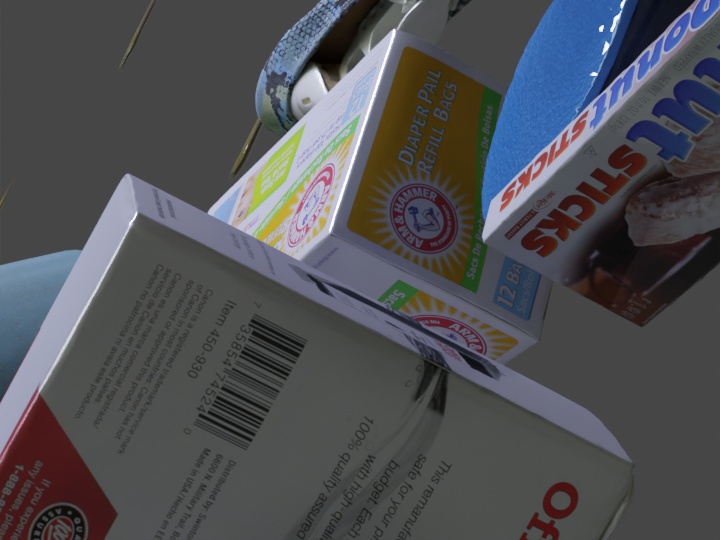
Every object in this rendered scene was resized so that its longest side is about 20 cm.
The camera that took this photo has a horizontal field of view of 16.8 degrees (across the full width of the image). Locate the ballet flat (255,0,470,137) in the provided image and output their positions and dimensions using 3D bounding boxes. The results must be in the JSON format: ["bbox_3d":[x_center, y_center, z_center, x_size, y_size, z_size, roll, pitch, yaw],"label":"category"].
[{"bbox_3d":[0.002,-0.120,1.330,0.200,0.074,0.074,-53,19,42],"label":"ballet flat"}]

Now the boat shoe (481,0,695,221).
[{"bbox_3d":[0.117,-0.092,0.927,0.200,0.069,0.084,-60,25,14],"label":"boat shoe"}]

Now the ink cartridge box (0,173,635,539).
[{"bbox_3d":[-0.027,0.078,0.863,0.147,0.200,0.083,-60,13,8],"label":"ink cartridge box"}]

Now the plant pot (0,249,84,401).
[{"bbox_3d":[-0.183,0.087,1.064,0.196,0.200,0.200,-21,-12,-35],"label":"plant pot"}]

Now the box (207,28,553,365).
[{"bbox_3d":[0.000,0.000,1.073,0.200,0.101,0.113,-40,27,54],"label":"box"}]

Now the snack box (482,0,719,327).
[{"bbox_3d":[0.124,-0.051,0.825,0.200,0.072,0.024,-46,22,46],"label":"snack box"}]
